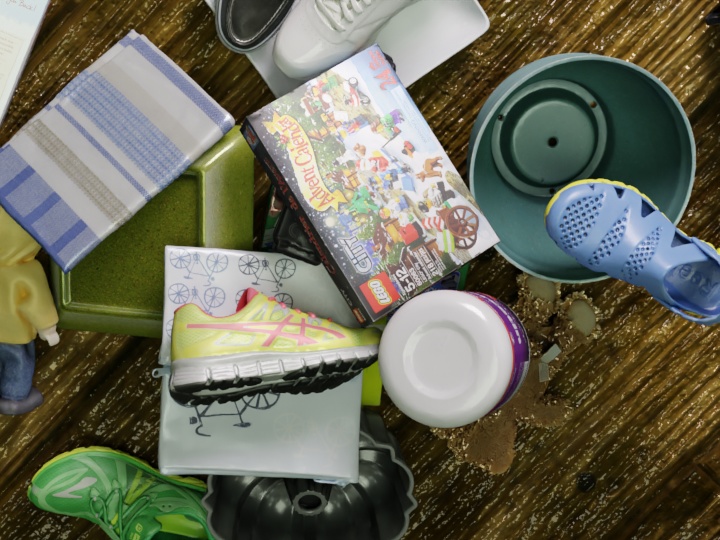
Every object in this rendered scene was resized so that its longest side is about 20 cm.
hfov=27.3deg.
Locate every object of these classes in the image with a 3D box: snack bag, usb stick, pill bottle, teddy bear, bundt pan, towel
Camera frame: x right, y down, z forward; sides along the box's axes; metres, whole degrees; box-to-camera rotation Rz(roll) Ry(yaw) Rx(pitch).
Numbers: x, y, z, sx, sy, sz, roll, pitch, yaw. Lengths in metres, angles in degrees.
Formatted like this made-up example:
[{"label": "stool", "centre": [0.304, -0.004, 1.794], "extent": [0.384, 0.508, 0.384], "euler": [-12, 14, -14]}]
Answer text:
[{"label": "snack bag", "centre": [-0.085, 0.084, 1.282], "extent": [0.187, 0.021, 0.202], "euler": [5, 85, -16]}, {"label": "usb stick", "centre": [-0.022, -0.104, 1.295], "extent": [0.055, 0.033, 0.201], "euler": [21, 79, -10]}, {"label": "pill bottle", "centre": [0.087, 0.074, 1.290], "extent": [0.111, 0.200, 0.114], "euler": [0, 89, 12]}, {"label": "teddy bear", "centre": [0.148, 0.093, 1.427], "extent": [0.144, 0.067, 0.201], "euler": [13, 100, -24]}, {"label": "bundt pan", "centre": [-0.049, 0.193, 1.394], "extent": [0.200, 0.076, 0.203], "euler": [-2, 126, -3]}, {"label": "towel", "centre": [-0.220, -0.105, 1.278], "extent": [0.200, 0.024, 0.147], "euler": [-43, 65, -12]}]

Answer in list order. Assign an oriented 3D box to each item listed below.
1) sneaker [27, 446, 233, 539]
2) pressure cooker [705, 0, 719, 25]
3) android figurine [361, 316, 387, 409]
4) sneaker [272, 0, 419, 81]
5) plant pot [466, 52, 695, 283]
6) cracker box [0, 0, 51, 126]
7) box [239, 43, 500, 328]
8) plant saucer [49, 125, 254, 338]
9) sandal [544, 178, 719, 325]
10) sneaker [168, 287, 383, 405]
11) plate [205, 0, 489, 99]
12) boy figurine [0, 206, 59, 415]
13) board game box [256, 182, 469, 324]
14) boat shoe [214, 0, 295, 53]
[{"label": "sneaker", "centre": [-0.215, 0.224, 1.401], "extent": [0.198, 0.084, 0.075], "euler": [14, 117, -10]}, {"label": "pressure cooker", "centre": [0.413, -0.210, 1.310], "extent": [0.175, 0.179, 0.201], "euler": [-20, 107, 2]}, {"label": "android figurine", "centre": [-0.038, 0.067, 1.377], "extent": [0.180, 0.041, 0.201], "euler": [3, 123, -5]}, {"label": "sneaker", "centre": [0.004, -0.240, 1.262], "extent": [0.200, 0.081, 0.077], "euler": [-39, 84, 0]}, {"label": "plant pot", "centre": [0.183, -0.104, 1.333], "extent": [0.198, 0.134, 0.202], "euler": [-2, 108, -7]}, {"label": "cracker box", "centre": [-0.364, -0.180, 1.291], "extent": [0.133, 0.058, 0.201], "euler": [23, 102, -13]}, {"label": "box", "centre": [0.008, -0.072, 1.252], "extent": [0.136, 0.038, 0.201], "euler": [-32, 88, -19]}, {"label": "plant saucer", "centre": [-0.196, -0.031, 1.320], "extent": [0.198, 0.048, 0.201], "euler": [5, 104, 14]}, {"label": "sandal", "centre": [0.248, -0.013, 1.257], "extent": [0.199, 0.087, 0.080], "euler": [24, 106, -12]}, {"label": "sneaker", "centre": [-0.068, 0.054, 1.242], "extent": [0.199, 0.078, 0.091], "euler": [-2, 66, -28]}, {"label": "plate", "centre": [-0.018, -0.243, 1.327], "extent": [0.199, 0.032, 0.200], "euler": [-36, 107, 4]}, {"label": "boy figurine", "centre": [-0.324, 0.025, 1.342], "extent": [0.123, 0.064, 0.202], "euler": [12, 105, 23]}, {"label": "board game box", "centre": [0.000, 0.000, 1.397], "extent": [0.198, 0.029, 0.136], "euler": [11, 105, -10]}, {"label": "boat shoe", "centre": [-0.067, -0.277, 1.265], "extent": [0.068, 0.057, 0.201], "euler": [26, 101, -13]}]
